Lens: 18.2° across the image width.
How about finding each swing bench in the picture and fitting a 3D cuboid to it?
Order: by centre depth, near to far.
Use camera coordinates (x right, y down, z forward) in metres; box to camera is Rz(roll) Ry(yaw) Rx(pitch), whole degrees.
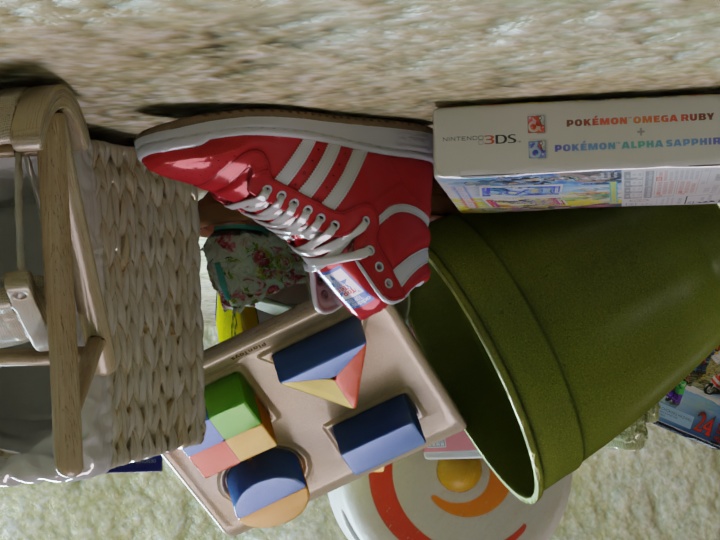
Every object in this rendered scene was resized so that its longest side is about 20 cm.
[{"bbox_3d":[-0.239,-0.006,1.147,0.198,0.201,0.130,-2,-154,3],"label":"swing bench"}]

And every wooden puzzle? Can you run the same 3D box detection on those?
[{"bbox_3d":[-0.038,0.101,1.475,0.185,0.046,0.200,-26,140,6],"label":"wooden puzzle"}]

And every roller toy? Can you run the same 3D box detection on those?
[{"bbox_3d":[0.070,0.155,1.747,0.199,0.183,0.140,-3,175,-7],"label":"roller toy"}]

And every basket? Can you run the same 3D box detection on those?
[{"bbox_3d":[-0.207,0.025,1.351,0.197,0.201,0.161,-4,178,26],"label":"basket"}]

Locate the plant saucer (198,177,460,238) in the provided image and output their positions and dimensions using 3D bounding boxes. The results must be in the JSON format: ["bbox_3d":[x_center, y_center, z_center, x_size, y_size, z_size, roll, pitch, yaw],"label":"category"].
[{"bbox_3d":[-0.021,-0.047,1.562,0.199,0.038,0.200,-2,177,0],"label":"plant saucer"}]

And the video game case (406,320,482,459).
[{"bbox_3d":[0.095,0.036,1.626,0.143,0.201,0.017,-5,-175,35],"label":"video game case"}]

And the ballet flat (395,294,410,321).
[{"bbox_3d":[0.000,0.000,1.472,0.063,0.069,0.200,-26,146,-16],"label":"ballet flat"}]

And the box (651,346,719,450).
[{"bbox_3d":[0.219,0.040,1.725,0.199,0.137,0.038,23,174,-17],"label":"box"}]

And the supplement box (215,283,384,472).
[{"bbox_3d":[-0.043,0.046,1.655,0.108,0.110,0.200,-1,-146,-9],"label":"supplement box"}]

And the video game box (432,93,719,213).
[{"bbox_3d":[0.140,-0.066,1.320,0.181,0.047,0.200,-5,175,6],"label":"video game box"}]

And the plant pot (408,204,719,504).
[{"bbox_3d":[0.149,0.021,1.497,0.192,0.201,0.200,-27,180,-11],"label":"plant pot"}]

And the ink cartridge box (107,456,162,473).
[{"bbox_3d":[-0.178,0.036,1.480,0.099,0.201,0.039,-2,179,-10],"label":"ink cartridge box"}]

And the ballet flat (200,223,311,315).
[{"bbox_3d":[-0.027,0.003,1.550,0.199,0.064,0.076,0,174,-38],"label":"ballet flat"}]

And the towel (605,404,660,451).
[{"bbox_3d":[0.138,0.034,1.629,0.148,0.201,0.036,-6,-176,34],"label":"towel"}]

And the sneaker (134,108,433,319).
[{"bbox_3d":[-0.036,-0.029,1.266,0.199,0.113,0.071,1,174,-37],"label":"sneaker"}]
